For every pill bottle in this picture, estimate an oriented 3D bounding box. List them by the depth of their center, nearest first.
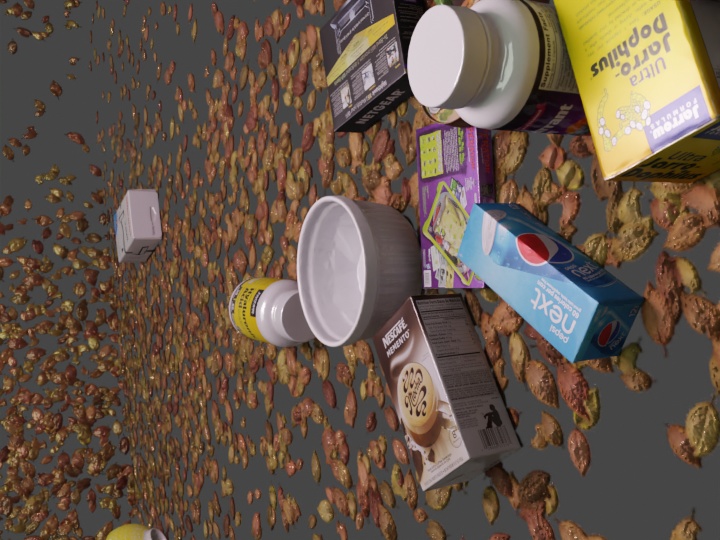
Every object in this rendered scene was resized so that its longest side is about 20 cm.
[{"bbox_3d":[0.146,-0.181,0.684,0.111,0.198,0.113,7,98,60],"label":"pill bottle"},{"bbox_3d":[-0.137,0.069,1.284,0.199,0.110,0.113,2,94,59],"label":"pill bottle"}]

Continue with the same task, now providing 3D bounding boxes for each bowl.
[{"bbox_3d":[-0.593,0.775,2.108,0.107,0.200,0.201,-35,49,4],"label":"bowl"}]

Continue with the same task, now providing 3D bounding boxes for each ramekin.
[{"bbox_3d":[0.000,0.000,1.045,0.199,0.104,0.203,5,95,60],"label":"ramekin"}]

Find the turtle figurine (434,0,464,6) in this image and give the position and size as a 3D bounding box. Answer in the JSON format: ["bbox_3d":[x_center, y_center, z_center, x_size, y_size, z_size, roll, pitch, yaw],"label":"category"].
[{"bbox_3d":[0.135,-0.333,0.704,0.193,0.144,0.201,-35,43,11],"label":"turtle figurine"}]

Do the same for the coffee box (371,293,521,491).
[{"bbox_3d":[0.096,0.141,0.911,0.113,0.079,0.202,-53,48,49],"label":"coffee box"}]

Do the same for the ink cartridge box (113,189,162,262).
[{"bbox_3d":[-0.627,-0.123,2.148,0.200,0.083,0.148,-36,61,56],"label":"ink cartridge box"}]

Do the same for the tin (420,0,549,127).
[{"bbox_3d":[0.133,-0.251,0.837,0.201,0.041,0.113,-59,38,29],"label":"tin"}]

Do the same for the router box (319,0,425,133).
[{"bbox_3d":[0.017,-0.299,1.045,0.199,0.052,0.159,-23,73,58],"label":"router box"}]

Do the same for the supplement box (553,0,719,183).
[{"bbox_3d":[0.242,-0.183,0.607,0.109,0.108,0.203,-33,63,56],"label":"supplement box"}]

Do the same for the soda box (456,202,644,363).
[{"bbox_3d":[0.182,0.005,0.769,0.200,0.063,0.069,48,132,47],"label":"soda box"}]

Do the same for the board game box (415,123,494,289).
[{"bbox_3d":[0.114,-0.079,0.918,0.120,0.032,0.203,-2,90,63],"label":"board game box"}]
